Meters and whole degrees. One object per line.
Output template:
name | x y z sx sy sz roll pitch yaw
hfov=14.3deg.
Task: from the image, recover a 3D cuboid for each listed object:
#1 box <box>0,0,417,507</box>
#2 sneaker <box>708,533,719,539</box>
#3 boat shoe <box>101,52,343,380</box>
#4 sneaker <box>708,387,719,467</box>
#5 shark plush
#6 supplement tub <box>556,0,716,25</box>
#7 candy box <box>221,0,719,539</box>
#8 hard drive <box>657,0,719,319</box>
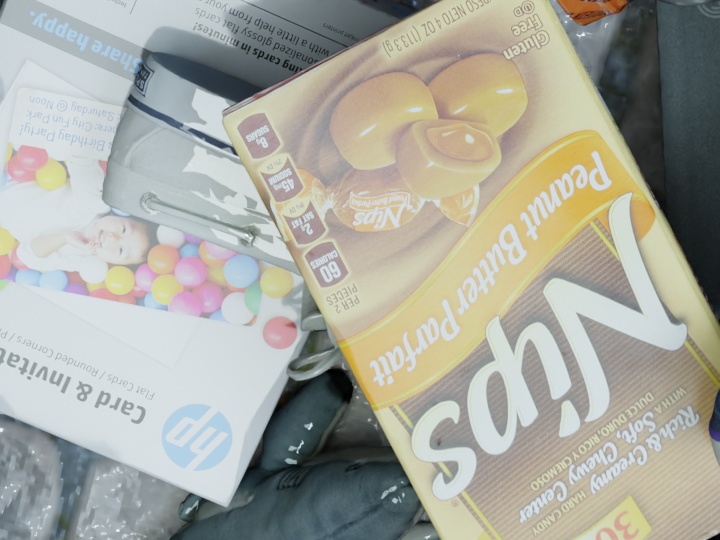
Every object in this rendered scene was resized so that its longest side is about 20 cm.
box | -0.080 -0.032 1.075 0.156 0.041 0.200 24 104 -8
sneaker | 0.203 0.139 1.085 0.200 0.083 0.072 33 112 -2
boat shoe | -0.001 0.001 1.028 0.202 0.075 0.086 24 102 -6
sneaker | 0.154 -0.043 0.902 0.081 0.200 0.147 0 126 57
shark plush | -0.056 0.112 1.123 0.200 0.083 0.091 -20 104 16
supplement tub | 0.142 -0.169 0.964 0.200 0.123 0.123 -25 103 14
candy box | 0.051 0.009 0.961 0.115 0.055 0.200 -28 89 7
hard drive | 0.179 -0.013 1.011 0.139 0.033 0.200 -4 80 12
